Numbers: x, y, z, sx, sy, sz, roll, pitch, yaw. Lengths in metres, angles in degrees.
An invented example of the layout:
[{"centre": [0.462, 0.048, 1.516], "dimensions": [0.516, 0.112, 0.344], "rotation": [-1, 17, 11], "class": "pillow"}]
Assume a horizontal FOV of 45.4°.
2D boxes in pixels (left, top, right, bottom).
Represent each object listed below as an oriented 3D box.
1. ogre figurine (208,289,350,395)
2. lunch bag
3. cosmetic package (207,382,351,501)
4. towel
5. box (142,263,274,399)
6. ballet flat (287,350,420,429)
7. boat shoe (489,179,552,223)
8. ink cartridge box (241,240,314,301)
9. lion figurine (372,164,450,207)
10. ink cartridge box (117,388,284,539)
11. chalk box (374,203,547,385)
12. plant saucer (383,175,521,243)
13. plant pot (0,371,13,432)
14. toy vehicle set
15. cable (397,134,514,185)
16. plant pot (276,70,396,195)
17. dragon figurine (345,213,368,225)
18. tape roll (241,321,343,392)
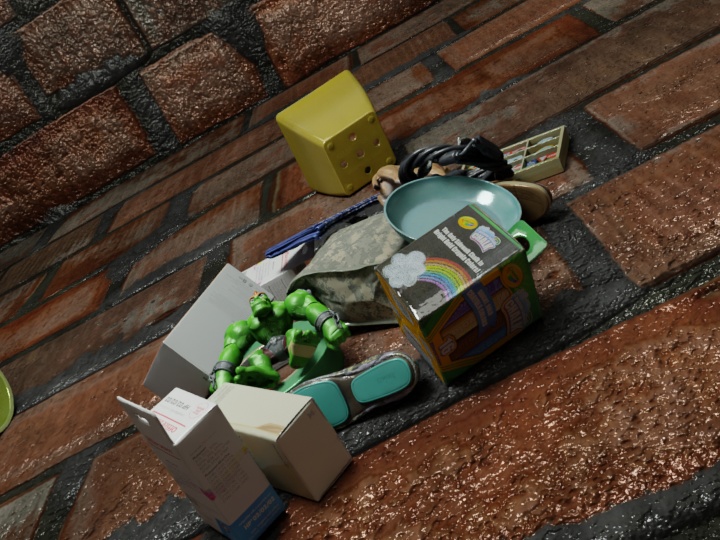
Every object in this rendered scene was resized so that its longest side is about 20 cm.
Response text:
[{"centre": [-0.121, 0.095, 1.190], "dimensions": [0.199, 0.098, 0.121], "rotation": [-42, 38, 13], "class": "ogre figurine"}, {"centre": [0.000, 0.000, 1.308], "dimensions": [0.196, 0.119, 0.165], "rotation": [-6, 30, 30], "class": "lunch bag"}, {"centre": [-0.113, 0.206, 1.057], "dimensions": [0.198, 0.106, 0.071], "rotation": [-3, 36, 51], "class": "cosmetic package"}, {"centre": [-0.058, -0.074, 1.461], "dimensions": [0.143, 0.024, 0.199], "rotation": [-23, 5, 43], "class": "towel"}, {"centre": [-0.236, 0.109, 1.353], "dimensions": [0.125, 0.097, 0.201], "rotation": [-54, 2, 43], "class": "box"}, {"centre": [-0.009, 0.156, 1.098], "dimensions": [0.197, 0.073, 0.072], "rotation": [-22, 24, 19], "class": "ballet flat"}, {"centre": [0.228, -0.115, 1.336], "dimensions": [0.072, 0.073, 0.199], "rotation": [-40, 17, -27], "class": "boat shoe"}, {"centre": [-0.152, 0.026, 1.516], "dimensions": [0.197, 0.069, 0.116], "rotation": [-28, 22, 9], "class": "ink cartridge box"}, {"centre": [0.087, -0.158, 1.492], "dimensions": [0.196, 0.074, 0.123], "rotation": [5, 26, -29], "class": "lion figurine"}, {"centre": [-0.182, 0.209, 0.987], "dimensions": [0.068, 0.202, 0.114], "rotation": [-41, 25, -27], "class": "ink cartridge box"}, {"centre": [0.140, 0.015, 1.067], "dimensions": [0.198, 0.125, 0.125], "rotation": [-32, 42, -7], "class": "chalk box"}, {"centre": [0.131, -0.075, 1.233], "dimensions": [0.195, 0.037, 0.202], "rotation": [-1, 34, 1], "class": "plant saucer"}, {"centre": [-0.830, 0.288, 1.711], "dimensions": [0.189, 0.200, 0.201], "rotation": [-36, 19, 21], "class": "plant pot"}, {"centre": [0.258, -0.177, 1.477], "dimensions": [0.197, 0.027, 0.125], "rotation": [-19, 26, 27], "class": "toy vehicle set"}, {"centre": [0.153, -0.155, 1.358], "dimensions": [0.161, 0.052, 0.199], "rotation": [-19, -15, 30], "class": "cable"}, {"centre": [-0.034, -0.276, 1.855], "dimensions": [0.198, 0.202, 0.176], "rotation": [-33, 34, -8], "class": "plant pot"}, {"centre": [-0.026, -0.028, 1.484], "dimensions": [0.098, 0.060, 0.200], "rotation": [-4, 34, 47], "class": "dragon figurine"}, {"centre": [-0.119, 0.153, 1.244], "dimensions": [0.197, 0.049, 0.201], "rotation": [-26, 22, 11], "class": "tape roll"}]
